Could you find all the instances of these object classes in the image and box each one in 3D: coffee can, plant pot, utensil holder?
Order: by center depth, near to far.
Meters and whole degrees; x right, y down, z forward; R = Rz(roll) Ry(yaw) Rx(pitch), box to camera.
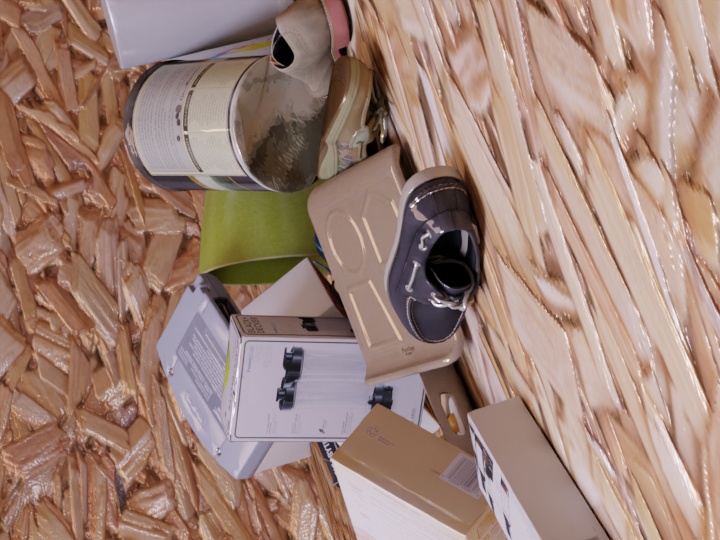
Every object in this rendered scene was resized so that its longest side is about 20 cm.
[{"bbox_3d":[-0.141,-0.158,1.807,0.199,0.146,0.147,4,116,48],"label":"coffee can"},{"bbox_3d":[-0.189,-0.322,1.852,0.170,0.198,0.171,164,90,-82],"label":"utensil holder"},{"bbox_3d":[-0.105,-0.098,1.969,0.187,0.185,0.202,121,144,-79],"label":"plant pot"}]

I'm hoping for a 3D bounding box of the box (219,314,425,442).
[{"bbox_3d":[-0.035,0.108,1.675,0.060,0.198,0.118,-125,39,-64],"label":"box"}]

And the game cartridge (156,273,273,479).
[{"bbox_3d":[-0.150,0.119,1.811,0.200,0.040,0.134,55,126,31],"label":"game cartridge"}]

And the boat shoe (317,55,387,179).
[{"bbox_3d":[-0.002,-0.139,1.547,0.200,0.062,0.074,109,169,-73],"label":"boat shoe"}]

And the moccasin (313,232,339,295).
[{"bbox_3d":[0.000,0.000,1.723,0.200,0.080,0.069,-124,13,-66],"label":"moccasin"}]

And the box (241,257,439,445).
[{"bbox_3d":[-0.022,0.105,1.784,0.200,0.097,0.125,49,-176,-29],"label":"box"}]

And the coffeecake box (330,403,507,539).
[{"bbox_3d":[0.068,0.236,1.510,0.153,0.073,0.201,26,148,32],"label":"coffeecake box"}]

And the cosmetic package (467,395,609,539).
[{"bbox_3d":[0.140,0.191,1.288,0.200,0.050,0.083,-119,13,-55],"label":"cosmetic package"}]

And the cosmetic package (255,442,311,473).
[{"bbox_3d":[-0.109,0.156,1.931,0.200,0.084,0.108,94,157,-70],"label":"cosmetic package"}]

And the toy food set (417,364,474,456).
[{"bbox_3d":[0.085,0.186,1.607,0.201,0.060,0.144,85,164,-56],"label":"toy food set"}]

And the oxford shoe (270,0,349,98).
[{"bbox_3d":[-0.056,-0.218,1.638,0.200,0.074,0.071,96,154,-71],"label":"oxford shoe"}]

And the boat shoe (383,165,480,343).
[{"bbox_3d":[0.062,0.005,1.344,0.201,0.072,0.063,90,164,-50],"label":"boat shoe"}]

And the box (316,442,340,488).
[{"bbox_3d":[-0.006,0.199,2.052,0.200,0.049,0.199,41,-157,-55],"label":"box"}]

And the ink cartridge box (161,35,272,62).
[{"bbox_3d":[-0.190,-0.331,2.060,0.200,0.144,0.146,102,149,-76],"label":"ink cartridge box"}]

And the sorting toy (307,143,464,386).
[{"bbox_3d":[0.025,-0.002,1.551,0.185,0.036,0.202,-22,84,62],"label":"sorting toy"}]
